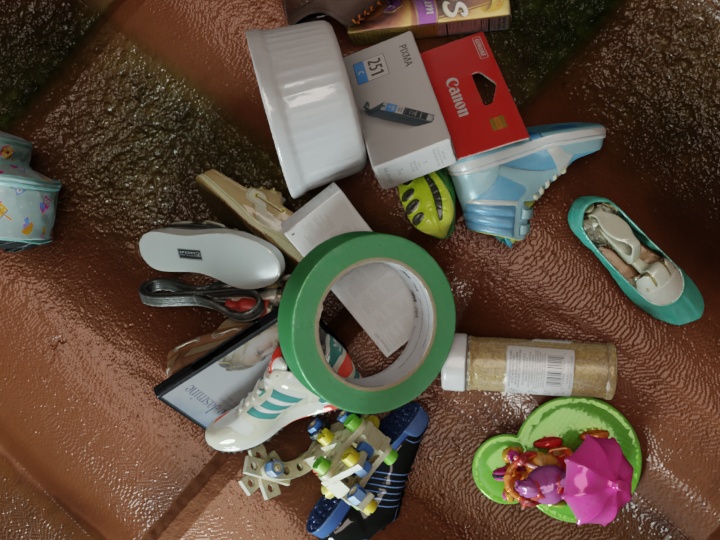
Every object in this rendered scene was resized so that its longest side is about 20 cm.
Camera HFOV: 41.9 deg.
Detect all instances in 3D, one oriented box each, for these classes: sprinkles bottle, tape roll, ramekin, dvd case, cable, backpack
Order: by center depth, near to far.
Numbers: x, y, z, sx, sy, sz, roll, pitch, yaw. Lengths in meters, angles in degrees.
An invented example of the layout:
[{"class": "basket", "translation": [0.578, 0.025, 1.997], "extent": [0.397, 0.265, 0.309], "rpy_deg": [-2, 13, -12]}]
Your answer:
[{"class": "tape roll", "translation": [0.009, 0.057, 1.049], "extent": [0.200, 0.048, 0.201], "rpy_deg": [-3, 98, -25]}, {"class": "ramekin", "translation": [-0.060, -0.192, 1.096], "extent": [0.098, 0.200, 0.201], "rpy_deg": [-15, 84, -1]}, {"class": "sprinkles bottle", "translation": [0.196, 0.113, 1.103], "extent": [0.200, 0.068, 0.068], "rpy_deg": [3, 86, 7]}, {"class": "dvd case", "translation": [-0.125, 0.118, 1.112], "extent": [0.200, 0.143, 0.018], "rpy_deg": [-33, 54, 4]}, {"class": "backpack", "translation": [-0.471, -0.100, 1.151], "extent": [0.200, 0.176, 0.153], "rpy_deg": [18, 92, 4]}, {"class": "cable", "translation": [-0.180, 0.040, 1.154], "extent": [0.200, 0.097, 0.050], "rpy_deg": [-8, 126, 13]}]

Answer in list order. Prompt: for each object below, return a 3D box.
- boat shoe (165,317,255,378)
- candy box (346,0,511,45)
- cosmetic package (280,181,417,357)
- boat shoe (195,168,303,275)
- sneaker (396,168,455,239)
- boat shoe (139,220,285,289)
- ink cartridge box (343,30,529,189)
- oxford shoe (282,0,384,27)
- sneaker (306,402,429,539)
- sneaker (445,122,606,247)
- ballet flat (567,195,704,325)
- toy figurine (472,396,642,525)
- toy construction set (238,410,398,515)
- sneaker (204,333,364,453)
[{"class": "boat shoe", "translation": [-0.146, 0.088, 1.147], "extent": [0.200, 0.076, 0.072], "rpy_deg": [-21, 58, -5]}, {"class": "candy box", "translation": [0.080, -0.350, 1.157], "extent": [0.200, 0.056, 0.117], "rpy_deg": [-5, 85, 6]}, {"class": "cosmetic package", "translation": [0.000, 0.000, 1.103], "extent": [0.083, 0.051, 0.200], "rpy_deg": [-38, 111, 0]}, {"class": "boat shoe", "translation": [-0.115, -0.064, 1.161], "extent": [0.200, 0.074, 0.066], "rpy_deg": [39, 68, 8]}, {"class": "sneaker", "translation": [0.068, -0.124, 1.135], "extent": [0.074, 0.084, 0.200], "rpy_deg": [-16, 66, 11]}, {"class": "boat shoe", "translation": [-0.172, -0.029, 1.139], "extent": [0.200, 0.064, 0.071], "rpy_deg": [10, 119, 25]}, {"class": "ink cartridge box", "translation": [0.082, -0.204, 1.096], "extent": [0.176, 0.045, 0.200], "rpy_deg": [-20, 51, 7]}, {"class": "oxford shoe", "translation": [0.005, -0.325, 1.110], "extent": [0.200, 0.071, 0.073], "rpy_deg": [-2, 95, 18]}, {"class": "sneaker", "translation": [0.024, 0.253, 1.122], "extent": [0.078, 0.070, 0.200], "rpy_deg": [43, 83, -19]}, {"class": "sneaker", "translation": [0.204, -0.101, 1.121], "extent": [0.200, 0.080, 0.131], "rpy_deg": [-14, 105, -8]}, {"class": "ballet flat", "translation": [0.320, -0.011, 1.094], "extent": [0.067, 0.070, 0.200], "rpy_deg": [-45, 82, 2]}, {"class": "toy figurine", "translation": [0.221, 0.221, 1.034], "extent": [0.200, 0.184, 0.150], "rpy_deg": [-8, 85, 7]}, {"class": "toy construction set", "translation": [-0.041, 0.221, 1.079], "extent": [0.200, 0.131, 0.092], "rpy_deg": [-12, 126, 40]}, {"class": "sneaker", "translation": [-0.101, 0.136, 1.095], "extent": [0.200, 0.070, 0.093], "rpy_deg": [-23, 116, 4]}]
